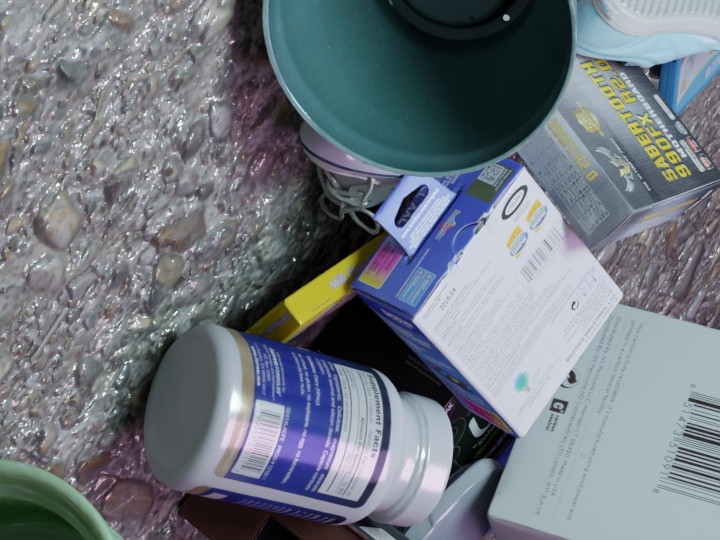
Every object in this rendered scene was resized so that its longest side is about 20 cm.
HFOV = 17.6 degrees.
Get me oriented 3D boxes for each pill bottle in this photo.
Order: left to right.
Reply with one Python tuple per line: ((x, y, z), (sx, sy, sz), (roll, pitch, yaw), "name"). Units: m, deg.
((-0.041, 0.114, 1.619), (0.199, 0.116, 0.116), (17, 106, -31), "pill bottle")

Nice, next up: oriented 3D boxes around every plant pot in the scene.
((0.050, -0.178, 1.496), (0.134, 0.199, 0.201), (-63, 170, -60), "plant pot")

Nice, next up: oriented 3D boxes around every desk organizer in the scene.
((-0.033, 0.202, 1.710), (0.077, 0.200, 0.072), (-59, 152, 8), "desk organizer")

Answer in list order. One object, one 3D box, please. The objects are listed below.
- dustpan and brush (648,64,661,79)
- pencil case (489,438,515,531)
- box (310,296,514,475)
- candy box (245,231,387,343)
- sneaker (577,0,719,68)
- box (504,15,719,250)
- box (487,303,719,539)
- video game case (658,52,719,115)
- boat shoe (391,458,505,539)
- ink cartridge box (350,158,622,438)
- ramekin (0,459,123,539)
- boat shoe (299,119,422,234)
((0.264, -0.241, 1.864), (0.200, 0.057, 0.140), (-27, 130, -56), "dustpan and brush")
((0.145, 0.131, 1.898), (0.200, 0.078, 0.087), (-35, 109, -10), "pencil case")
((0.075, 0.058, 1.818), (0.200, 0.124, 0.149), (-49, 151, -13), "box")
((0.000, 0.000, 1.685), (0.200, 0.026, 0.102), (-34, 175, -33), "candy box")
((0.228, -0.185, 1.707), (0.199, 0.074, 0.082), (3, 154, -37), "sneaker")
((0.158, -0.118, 1.684), (0.048, 0.200, 0.158), (-44, 166, 31), "box")
((0.223, 0.149, 1.754), (0.131, 0.199, 0.200), (69, 39, -59), "box")
((0.276, -0.233, 1.793), (0.143, 0.018, 0.201), (-44, 147, -42), "video game case")
((0.029, 0.209, 1.763), (0.200, 0.068, 0.073), (-51, 145, 9), "boat shoe")
((0.085, 0.005, 1.639), (0.137, 0.076, 0.200), (-53, 136, -11), "ink cartridge box")
((-0.223, 0.224, 1.442), (0.200, 0.200, 0.098), (-54, 160, -5), "ramekin")
((0.004, -0.068, 1.644), (0.086, 0.074, 0.202), (-58, 161, 17), "boat shoe")
